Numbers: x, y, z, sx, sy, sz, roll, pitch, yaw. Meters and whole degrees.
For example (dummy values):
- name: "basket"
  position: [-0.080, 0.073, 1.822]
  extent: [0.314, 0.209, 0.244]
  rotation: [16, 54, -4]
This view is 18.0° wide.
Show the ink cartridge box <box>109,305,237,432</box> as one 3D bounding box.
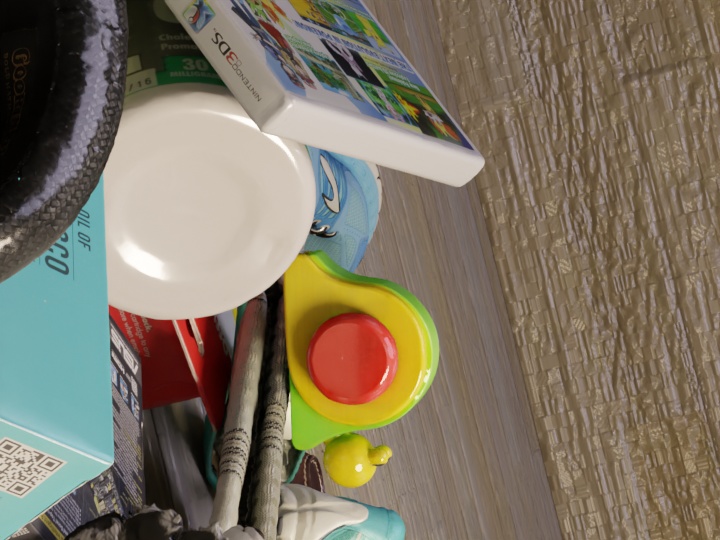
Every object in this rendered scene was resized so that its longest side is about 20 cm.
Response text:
- name: "ink cartridge box"
  position: [-0.108, -0.013, 1.130]
  extent: [0.200, 0.067, 0.116]
  rotation: [-88, 163, -58]

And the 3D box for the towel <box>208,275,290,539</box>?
- name: "towel"
  position: [-0.062, 0.134, 1.091]
  extent: [0.193, 0.034, 0.200]
  rotation: [103, -7, -49]

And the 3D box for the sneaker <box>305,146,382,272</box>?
- name: "sneaker"
  position: [-0.046, -0.045, 1.184]
  extent: [0.200, 0.078, 0.090]
  rotation: [61, 35, -56]

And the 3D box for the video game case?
- name: "video game case"
  position: [-0.040, -0.119, 0.987]
  extent: [0.183, 0.022, 0.200]
  rotation: [54, 17, 19]

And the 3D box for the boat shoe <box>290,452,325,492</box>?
- name: "boat shoe"
  position: [-0.012, 0.198, 1.365]
  extent: [0.072, 0.072, 0.201]
  rotation: [61, 18, -57]

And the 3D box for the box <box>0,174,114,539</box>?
- name: "box"
  position: [-0.131, -0.006, 0.778]
  extent: [0.049, 0.082, 0.201]
  rotation: [27, 40, -36]

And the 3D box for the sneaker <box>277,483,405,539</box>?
- name: "sneaker"
  position: [-0.019, 0.192, 1.231]
  extent: [0.200, 0.079, 0.078]
  rotation: [100, -7, -49]

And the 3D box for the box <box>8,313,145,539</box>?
- name: "box"
  position: [-0.140, 0.052, 0.916]
  extent: [0.200, 0.049, 0.162]
  rotation: [63, 14, -52]

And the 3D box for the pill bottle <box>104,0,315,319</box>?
- name: "pill bottle"
  position: [-0.089, -0.078, 1.007]
  extent: [0.200, 0.113, 0.113]
  rotation: [-109, 178, -53]

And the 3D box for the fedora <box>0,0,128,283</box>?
- name: "fedora"
  position: [-0.171, -0.073, 0.716]
  extent: [0.092, 0.200, 0.201]
  rotation: [141, -60, -63]

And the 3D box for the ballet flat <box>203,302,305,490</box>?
- name: "ballet flat"
  position: [-0.044, 0.070, 1.222]
  extent: [0.200, 0.067, 0.071]
  rotation: [111, -18, -56]

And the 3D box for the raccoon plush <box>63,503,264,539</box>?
- name: "raccoon plush"
  position: [-0.089, 0.180, 0.870]
  extent: [0.200, 0.097, 0.134]
  rotation: [-52, 154, -18]

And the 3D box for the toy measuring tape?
- name: "toy measuring tape"
  position: [0.000, 0.000, 1.048]
  extent: [0.074, 0.073, 0.201]
  rotation: [-20, 108, -80]
